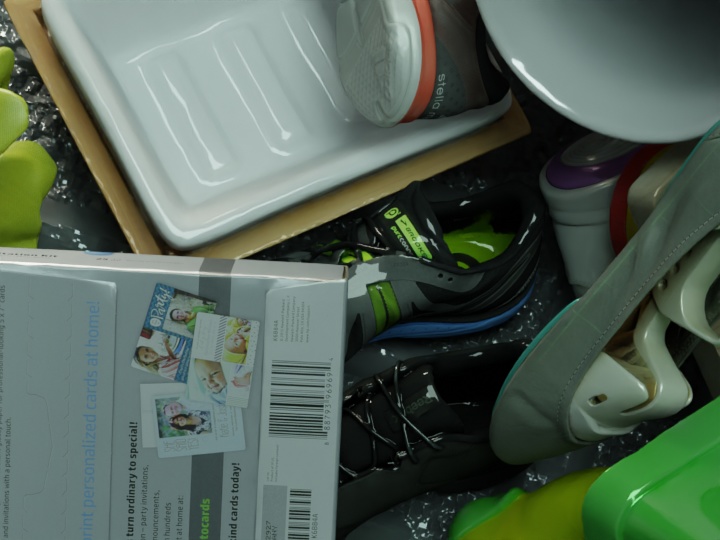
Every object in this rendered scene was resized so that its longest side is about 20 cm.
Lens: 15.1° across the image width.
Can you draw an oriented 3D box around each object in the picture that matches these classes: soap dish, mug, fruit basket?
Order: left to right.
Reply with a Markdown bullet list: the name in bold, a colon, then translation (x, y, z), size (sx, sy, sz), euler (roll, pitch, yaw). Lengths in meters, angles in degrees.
- **soap dish**: translation (-0.045, -0.086, 1.260), size (0.200, 0.081, 0.158), euler (-24, 75, -21)
- **fruit basket**: translation (0.143, 0.136, 1.178), size (0.155, 0.216, 0.216), euler (-29, 77, -22)
- **mug**: translation (0.148, -0.180, 1.159), size (0.147, 0.201, 0.175), euler (14, 34, 27)

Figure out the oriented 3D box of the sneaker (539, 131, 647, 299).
- **sneaker**: translation (0.166, -0.036, 1.306), size (0.200, 0.075, 0.100), euler (-23, 111, -33)

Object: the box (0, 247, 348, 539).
- **box**: translation (-0.107, 0.071, 1.140), size (0.199, 0.041, 0.157), euler (2, 98, -1)

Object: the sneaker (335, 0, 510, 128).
- **sneaker**: translation (0.028, -0.161, 1.229), size (0.082, 0.077, 0.201), euler (-1, 83, -26)

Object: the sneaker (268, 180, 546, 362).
- **sneaker**: translation (0.001, 0.000, 1.217), size (0.199, 0.083, 0.071), euler (-17, 55, -32)

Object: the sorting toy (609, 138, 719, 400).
- **sorting toy**: translation (0.209, -0.017, 1.250), size (0.200, 0.070, 0.199), euler (-40, 120, -24)

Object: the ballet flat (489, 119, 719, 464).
- **ballet flat**: translation (0.123, 0.022, 1.123), size (0.067, 0.200, 0.064), euler (10, 35, -43)

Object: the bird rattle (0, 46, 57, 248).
- **bird rattle**: translation (-0.239, -0.054, 1.214), size (0.199, 0.113, 0.163), euler (-10, 58, -3)

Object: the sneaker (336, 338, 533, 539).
- **sneaker**: translation (0.001, 0.076, 1.198), size (0.200, 0.091, 0.076), euler (-26, 76, -19)
